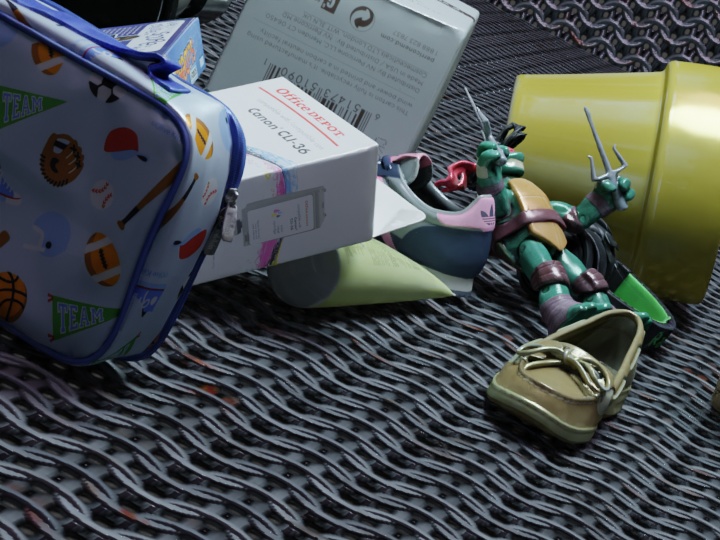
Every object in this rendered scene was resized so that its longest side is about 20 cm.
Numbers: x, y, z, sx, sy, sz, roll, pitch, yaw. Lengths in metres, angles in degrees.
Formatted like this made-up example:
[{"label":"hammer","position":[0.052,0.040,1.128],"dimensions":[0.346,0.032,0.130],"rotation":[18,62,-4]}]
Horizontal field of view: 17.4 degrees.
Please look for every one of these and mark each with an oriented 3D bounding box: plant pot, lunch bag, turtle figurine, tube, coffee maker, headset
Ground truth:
[{"label":"plant pot","position":[0.211,-0.086,1.971],"dimensions":[0.189,0.201,0.201],"rotation":[11,12,4]},{"label":"lunch bag","position":[-0.154,-0.052,1.184],"dimensions":[0.200,0.160,0.076],"rotation":[30,14,23]},{"label":"turtle figurine","position":[0.135,-0.038,1.722],"dimensions":[0.150,0.101,0.200],"rotation":[-4,59,-39]},{"label":"tube","position":[0.000,0.000,1.535],"dimensions":[0.200,0.052,0.058],"rotation":[-1,70,-70]},{"label":"coffee maker","position":[-0.213,-0.255,1.940],"dimensions":[0.192,0.135,0.200],"rotation":[26,12,6]},{"label":"headset","position":[0.167,-0.021,1.814],"dimensions":[0.200,0.094,0.123],"rotation":[39,14,7]}]

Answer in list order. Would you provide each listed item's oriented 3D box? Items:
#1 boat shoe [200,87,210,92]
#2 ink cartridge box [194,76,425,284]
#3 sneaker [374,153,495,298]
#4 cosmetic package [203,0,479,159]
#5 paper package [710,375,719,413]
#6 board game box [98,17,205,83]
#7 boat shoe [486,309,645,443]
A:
[{"label":"boat shoe","position":[-0.119,-0.101,1.669],"dimensions":[0.200,0.060,0.076],"rotation":[29,13,16]},{"label":"ink cartridge box","position":[-0.070,-0.057,1.397],"dimensions":[0.200,0.068,0.116],"rotation":[-14,33,-30]},{"label":"sneaker","position":[0.011,-0.059,1.695],"dimensions":[0.200,0.082,0.070],"rotation":[29,16,19]},{"label":"cosmetic package","position":[-0.016,-0.158,1.852],"dimensions":[0.165,0.165,0.200],"rotation":[26,13,0]},{"label":"paper package","position":[0.383,0.108,1.684],"dimensions":[0.200,0.104,0.191],"rotation":[15,16,-35]},{"label":"board game box","position":[-0.173,-0.108,1.384],"dimensions":[0.135,0.035,0.200],"rotation":[-6,16,7]},{"label":"boat shoe","position":[0.136,0.062,1.490],"dimensions":[0.073,0.063,0.201],"rotation":[29,13,19]}]
